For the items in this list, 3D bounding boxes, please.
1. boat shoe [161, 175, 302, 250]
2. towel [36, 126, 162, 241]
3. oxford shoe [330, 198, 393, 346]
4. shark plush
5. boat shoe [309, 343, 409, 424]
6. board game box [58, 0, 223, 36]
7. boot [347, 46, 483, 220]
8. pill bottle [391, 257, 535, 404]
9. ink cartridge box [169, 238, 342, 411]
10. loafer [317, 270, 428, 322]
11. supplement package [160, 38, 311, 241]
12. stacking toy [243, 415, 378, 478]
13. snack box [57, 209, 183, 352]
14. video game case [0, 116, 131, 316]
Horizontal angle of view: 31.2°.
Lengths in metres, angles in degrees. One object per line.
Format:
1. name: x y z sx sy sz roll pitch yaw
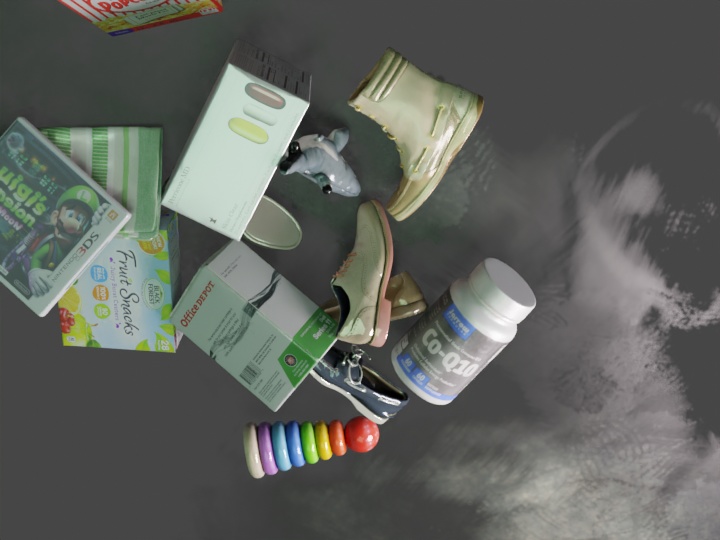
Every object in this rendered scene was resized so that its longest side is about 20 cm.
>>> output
1. boat shoe: -0.175 -0.082 1.763 0.200 0.057 0.067 22 84 -13
2. towel: -0.366 -0.117 1.727 0.200 0.023 0.153 1 90 5
3. oxford shoe: 0.000 0.000 1.728 0.074 0.200 0.071 4 167 -16
4. shark plush: -0.048 -0.135 1.650 0.091 0.200 0.083 -28 84 7
5. boat shoe: -0.013 0.148 1.867 0.062 0.075 0.200 -39 112 24
6. board game box: -0.266 -0.339 1.534 0.151 0.200 0.046 -11 84 10
7. boot: 0.046 -0.175 1.675 0.155 0.073 0.200 27 117 -12
8. pill bottle: 0.144 0.083 1.796 0.114 0.114 0.200 33 117 -15
9. ink cartridge box: -0.144 0.073 1.763 0.200 0.083 0.147 41 135 0
10. loafer: -0.002 0.047 1.813 0.200 0.076 0.068 -12 85 18
11. supplement package: -0.155 -0.167 1.626 0.111 0.156 0.200 25 108 -10
12. stacking toy: -0.072 0.254 1.939 0.200 0.085 0.086 -10 119 1
13. snack box: -0.338 0.012 1.811 0.168 0.068 0.200 4 121 4
14. video game case: -0.435 -0.071 1.709 0.200 0.023 0.182 42 91 3
